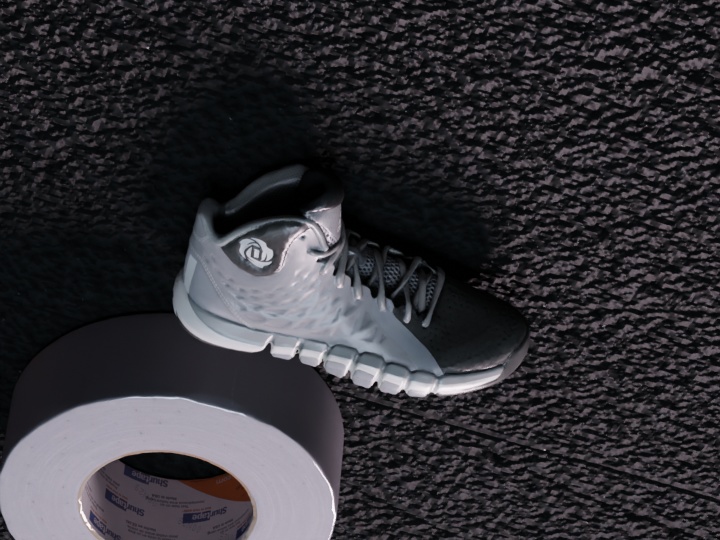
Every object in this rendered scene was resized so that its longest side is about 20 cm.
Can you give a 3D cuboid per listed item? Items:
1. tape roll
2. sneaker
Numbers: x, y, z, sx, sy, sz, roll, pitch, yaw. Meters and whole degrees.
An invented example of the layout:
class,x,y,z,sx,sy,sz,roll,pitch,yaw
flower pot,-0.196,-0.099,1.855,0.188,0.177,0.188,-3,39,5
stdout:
class,x,y,z,sx,sy,sz,roll,pitch,yaw
tape roll,-0.110,0.115,1.747,0.200,0.066,0.201,2,137,2
sneaker,0.000,0.000,1.612,0.199,0.075,0.116,8,134,-3
